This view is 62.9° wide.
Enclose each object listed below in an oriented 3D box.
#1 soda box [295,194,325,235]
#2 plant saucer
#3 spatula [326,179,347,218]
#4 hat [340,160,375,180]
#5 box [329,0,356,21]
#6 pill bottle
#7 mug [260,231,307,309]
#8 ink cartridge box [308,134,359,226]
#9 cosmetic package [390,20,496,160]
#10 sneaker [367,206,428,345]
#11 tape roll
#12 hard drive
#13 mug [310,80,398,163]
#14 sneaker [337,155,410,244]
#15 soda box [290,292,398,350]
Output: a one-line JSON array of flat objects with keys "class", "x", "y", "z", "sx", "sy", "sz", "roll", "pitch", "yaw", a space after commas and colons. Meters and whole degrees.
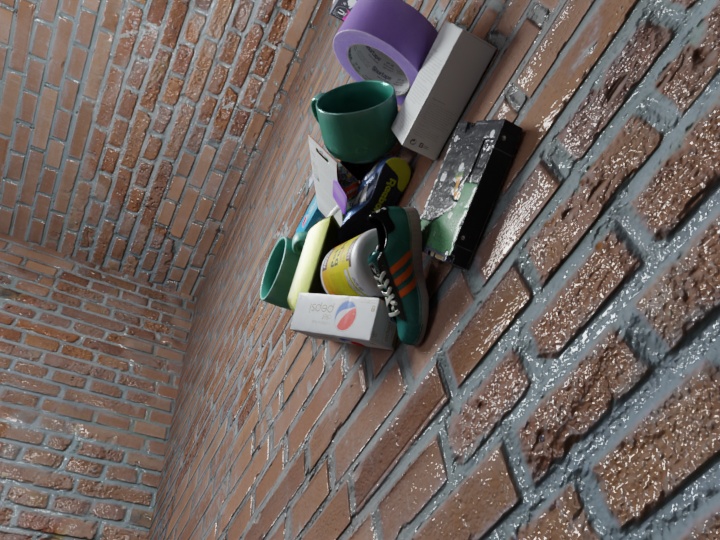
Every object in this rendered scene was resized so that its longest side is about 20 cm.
[{"class": "soda box", "x": -0.092, "y": -0.136, "z": 1.436, "sx": 0.201, "sy": 0.063, "sz": 0.068, "roll": -54, "pitch": 25, "yaw": 36}, {"class": "plant saucer", "x": -0.083, "y": 0.011, "z": 1.149, "sx": 0.200, "sy": 0.047, "sz": 0.203, "roll": 54, "pitch": -130, "yaw": -72}, {"class": "spatula", "x": -0.060, "y": -0.101, "z": 1.164, "sx": 0.057, "sy": 0.020, "sz": 0.201, "roll": 59, "pitch": 146, "yaw": 23}, {"class": "hat", "x": -0.004, "y": -0.253, "z": 1.277, "sx": 0.201, "sy": 0.080, "sz": 0.204, "roll": 6, "pitch": -90, "yaw": -88}, {"class": "box", "x": 0.001, "y": -0.876, "z": 1.814, "sx": 0.200, "sy": 0.113, "sz": 0.134, "roll": -30, "pitch": 44, "yaw": 60}, {"class": "pill bottle", "x": 0.000, "y": 0.000, "z": 1.001, "sx": 0.200, "sy": 0.108, "sz": 0.111, "roll": -21, "pitch": 52, "yaw": 64}, {"class": "mug", "x": -0.143, "y": 0.010, "z": 1.336, "sx": 0.185, "sy": 0.113, "sz": 0.154, "roll": -22, "pitch": 50, "yaw": 63}, {"class": "ink cartridge box", "x": -0.048, "y": -0.173, "z": 1.178, "sx": 0.109, "sy": 0.050, "sz": 0.201, "roll": 48, "pitch": 156, "yaw": 34}, {"class": "cosmetic package", "x": 0.134, "y": -0.301, "z": 0.990, "sx": 0.202, "sy": 0.070, "sz": 0.102, "roll": -62, "pitch": 22, "yaw": 23}, {"class": "sneaker", "x": 0.047, "y": 0.008, "z": 0.851, "sx": 0.071, "sy": 0.079, "sz": 0.203, "roll": 153, "pitch": 113, "yaw": -71}, {"class": "tape roll", "x": 0.053, "y": -0.404, "z": 1.093, "sx": 0.086, "sy": 0.199, "sz": 0.200, "roll": -58, "pitch": 18, "yaw": -10}, {"class": "hard drive", "x": 0.145, "y": -0.111, "z": 0.834, "sx": 0.202, "sy": 0.037, "sz": 0.140, "roll": -68, "pitch": 20, "yaw": 4}, {"class": "mug", "x": -0.004, "y": -0.281, "z": 1.120, "sx": 0.186, "sy": 0.150, "sz": 0.116, "roll": -113, "pitch": 8, "yaw": -54}, {"class": "sneaker", "x": 0.024, "y": -0.131, "z": 1.124, "sx": 0.201, "sy": 0.073, "sz": 0.082, "roll": -55, "pitch": 24, "yaw": 16}, {"class": "soda box", "x": -0.026, "y": 0.081, "z": 0.966, "sx": 0.198, "sy": 0.063, "sz": 0.069, "roll": 1, "pitch": 72, "yaw": 47}]
